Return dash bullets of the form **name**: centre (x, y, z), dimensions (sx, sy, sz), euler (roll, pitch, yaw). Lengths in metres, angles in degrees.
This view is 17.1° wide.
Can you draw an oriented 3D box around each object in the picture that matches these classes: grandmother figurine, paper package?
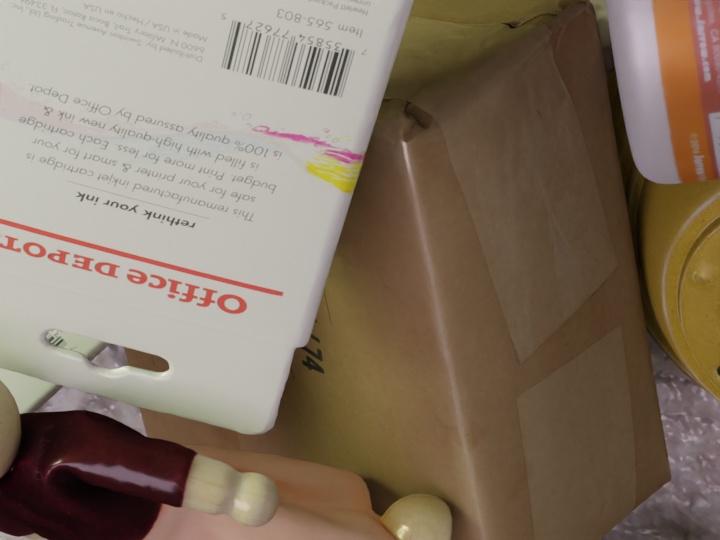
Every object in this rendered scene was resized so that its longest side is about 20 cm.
- **grandmother figurine**: centre (-0.075, 0.069, 0.754), dimensions (0.200, 0.061, 0.121), euler (22, 146, -34)
- **paper package**: centre (0.000, 0.000, 0.851), dimensions (0.190, 0.103, 0.201), euler (15, 129, 42)

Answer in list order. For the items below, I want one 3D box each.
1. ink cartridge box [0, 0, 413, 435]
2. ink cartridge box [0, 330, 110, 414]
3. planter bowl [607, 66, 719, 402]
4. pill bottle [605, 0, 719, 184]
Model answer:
- **ink cartridge box**: centre (-0.054, -0.051, 0.689), dimensions (0.115, 0.068, 0.200), euler (15, 134, -3)
- **ink cartridge box**: centre (-0.169, 0.020, 0.795), dimensions (0.200, 0.067, 0.116), euler (-41, 101, 7)
- **planter bowl**: centre (0.161, -0.003, 0.815), dimensions (0.200, 0.083, 0.201), euler (13, 125, 19)
- **pill bottle**: centre (0.175, -0.092, 0.717), dimensions (0.199, 0.112, 0.112), euler (-7, 118, 10)
